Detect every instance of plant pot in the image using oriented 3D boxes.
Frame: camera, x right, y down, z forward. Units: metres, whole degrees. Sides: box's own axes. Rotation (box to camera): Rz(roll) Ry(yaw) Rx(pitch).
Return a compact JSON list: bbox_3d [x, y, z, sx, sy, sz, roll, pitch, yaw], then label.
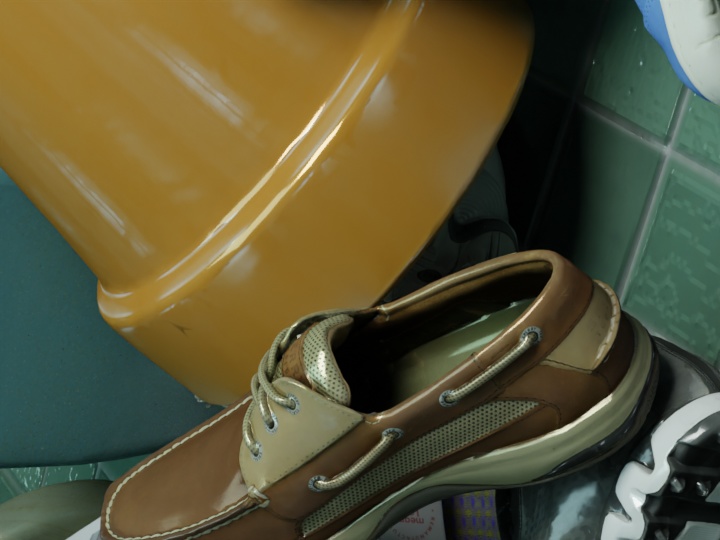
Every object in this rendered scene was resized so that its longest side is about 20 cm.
[{"bbox_3d":[-0.068,-0.082,0.797,0.200,0.183,0.200,-45,20,21],"label":"plant pot"},{"bbox_3d":[-0.132,0.004,0.963,0.141,0.200,0.141,39,118,53],"label":"plant pot"}]

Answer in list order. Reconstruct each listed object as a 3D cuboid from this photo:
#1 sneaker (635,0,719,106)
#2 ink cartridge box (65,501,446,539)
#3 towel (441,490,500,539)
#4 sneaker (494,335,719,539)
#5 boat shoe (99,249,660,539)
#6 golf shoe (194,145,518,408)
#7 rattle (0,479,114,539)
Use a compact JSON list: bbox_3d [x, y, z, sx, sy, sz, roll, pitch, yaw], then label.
[{"bbox_3d":[0.094,-0.126,0.734,0.111,0.077,0.200,-34,52,44],"label":"sneaker"},{"bbox_3d":[-0.042,0.125,0.837,0.200,0.115,0.068,-35,56,50],"label":"ink cartridge box"},{"bbox_3d":[0.026,0.160,0.852,0.144,0.023,0.200,-3,82,57],"label":"towel"},{"bbox_3d":[0.077,0.107,0.743,0.200,0.066,0.091,-64,34,23],"label":"sneaker"},{"bbox_3d":[-0.003,0.044,0.707,0.200,0.074,0.076,-24,38,16],"label":"boat shoe"},{"bbox_3d":[0.000,0.000,0.894,0.200,0.078,0.097,-37,37,44],"label":"golf shoe"},{"bbox_3d":[-0.164,0.179,0.986,0.130,0.200,0.143,-50,45,43],"label":"rattle"}]
